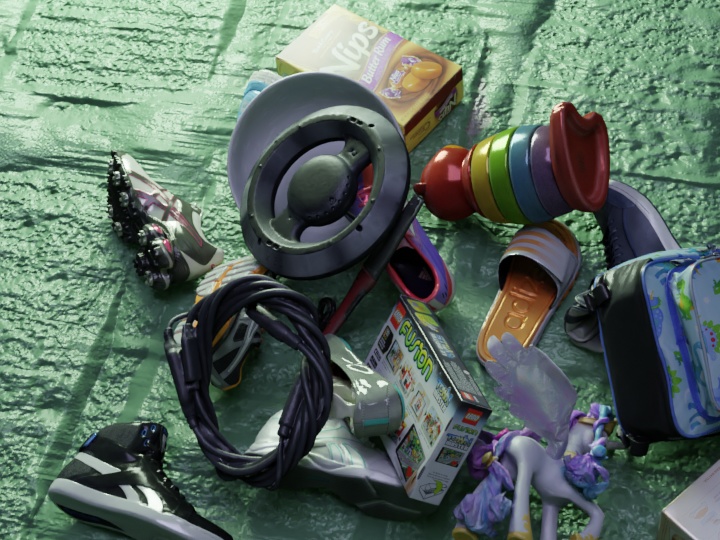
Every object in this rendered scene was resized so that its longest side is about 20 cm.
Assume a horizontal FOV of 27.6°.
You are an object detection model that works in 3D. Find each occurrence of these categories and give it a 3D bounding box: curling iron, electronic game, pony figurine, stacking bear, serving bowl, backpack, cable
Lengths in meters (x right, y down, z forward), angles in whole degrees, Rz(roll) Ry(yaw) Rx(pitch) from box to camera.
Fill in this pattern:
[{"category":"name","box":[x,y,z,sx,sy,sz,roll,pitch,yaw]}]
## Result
[{"category":"curling iron","box":[0.000,0.000,1.511,0.050,0.026,0.200,47,113,20]},{"category":"electronic game","box":[-0.039,-0.082,1.529,0.199,0.042,0.201,-13,60,23]},{"category":"pony figurine","box":[0.157,0.178,1.377,0.193,0.167,0.201,33,52,-10]},{"category":"stacking bear","box":[0.156,-0.103,1.583,0.199,0.121,0.114,-9,82,32]},{"category":"serving bowl","box":[-0.045,-0.116,1.623,0.199,0.066,0.201,0,91,6]},{"category":"backpack","box":[0.341,0.063,1.396,0.199,0.147,0.184,-12,88,-34]},{"category":"cable","box":[-0.098,0.109,1.399,0.162,0.051,0.201,-21,77,15]}]

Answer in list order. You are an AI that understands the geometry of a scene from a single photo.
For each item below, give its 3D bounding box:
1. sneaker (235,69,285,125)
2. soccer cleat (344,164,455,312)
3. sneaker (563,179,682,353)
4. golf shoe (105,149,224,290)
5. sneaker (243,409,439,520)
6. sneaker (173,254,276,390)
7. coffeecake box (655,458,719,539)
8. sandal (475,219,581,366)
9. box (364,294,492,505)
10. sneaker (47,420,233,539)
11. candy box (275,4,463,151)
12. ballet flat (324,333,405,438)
[{"category":"sneaker","box":[-0.058,-0.154,1.702,0.199,0.078,0.090,26,80,22]},{"category":"soccer cleat","box":[0.030,-0.044,1.544,0.068,0.073,0.200,-35,83,8]},{"category":"sneaker","box":[0.258,-0.003,1.536,0.146,0.077,0.203,-22,54,-15]},{"category":"golf shoe","box":[-0.227,-0.059,1.642,0.088,0.077,0.200,-11,51,-29]},{"category":"sneaker","box":[-0.011,0.181,1.423,0.199,0.071,0.080,15,52,17]},{"category":"sneaker","box":[-0.131,0.048,1.541,0.078,0.077,0.200,-16,26,32]},{"category":"coffeecake box","box":[0.393,0.253,1.325,0.153,0.073,0.200,-35,57,-21]},{"category":"sandal","box":[0.179,0.013,1.542,0.079,0.059,0.207,15,55,16]},{"category":"box","box":[0.055,0.119,1.400,0.035,0.110,0.200,19,21,-25]},{"category":"sneaker","box":[-0.194,0.204,1.418,0.199,0.073,0.112,17,57,19]},{"category":"candy box","box":[0.010,-0.231,1.753,0.199,0.057,0.117,30,61,27]},{"category":"ballet flat","box":[-0.023,0.110,1.432,0.063,0.068,0.200,-11,18,-21]}]
